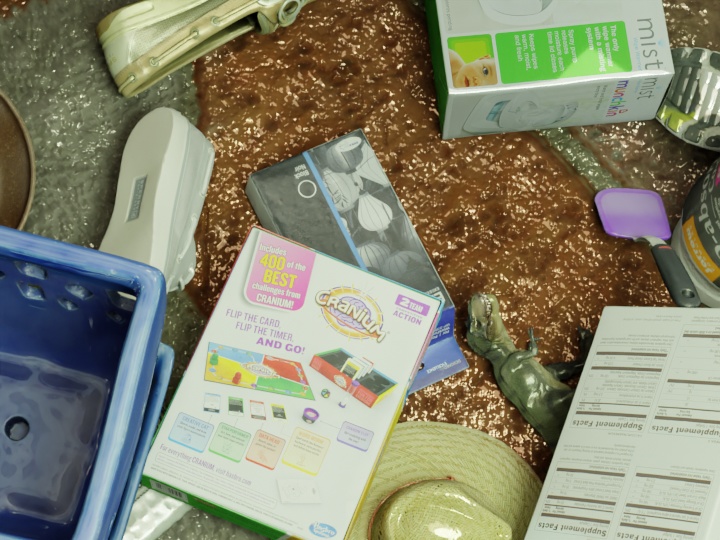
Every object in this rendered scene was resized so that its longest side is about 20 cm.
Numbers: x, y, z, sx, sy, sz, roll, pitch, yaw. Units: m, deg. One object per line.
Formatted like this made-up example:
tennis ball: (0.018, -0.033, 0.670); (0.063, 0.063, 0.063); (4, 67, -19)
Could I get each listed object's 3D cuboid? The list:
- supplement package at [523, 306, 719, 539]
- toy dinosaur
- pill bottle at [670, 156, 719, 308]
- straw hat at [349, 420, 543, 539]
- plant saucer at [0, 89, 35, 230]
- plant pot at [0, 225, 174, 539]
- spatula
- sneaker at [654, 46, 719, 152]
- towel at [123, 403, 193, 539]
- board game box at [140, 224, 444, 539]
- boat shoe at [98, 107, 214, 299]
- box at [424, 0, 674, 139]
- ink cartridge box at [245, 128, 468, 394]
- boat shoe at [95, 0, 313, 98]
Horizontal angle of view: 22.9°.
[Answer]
supplement package: (0.238, 0.148, 1.237); (0.152, 0.151, 0.200); (38, 65, -37)
toy dinosaur: (0.155, 0.095, 1.330); (0.088, 0.047, 0.200); (-30, 84, -14)
pill bottle: (0.306, -0.042, 1.314); (0.116, 0.200, 0.116); (3, 71, -9)
straw hat: (0.057, 0.189, 1.257); (0.201, 0.085, 0.201); (3, 71, -9)
plant saucer: (-0.339, -0.066, 1.298); (0.200, 0.037, 0.201); (3, 71, -9)
plant pot: (-0.231, 0.092, 1.147); (0.200, 0.180, 0.200); (12, 73, 6)
spatula: (0.219, -0.017, 1.323); (0.056, 0.200, 0.021); (4, 113, -8)
sneaker: (0.317, -0.115, 1.413); (0.200, 0.085, 0.075); (27, 95, 21)
towel: (-0.229, 0.139, 1.251); (0.200, 0.035, 0.193); (-38, 82, -18)
board game box: (-0.047, 0.086, 1.254); (0.153, 0.040, 0.200); (22, 71, 6)
boat shoe: (-0.150, -0.019, 1.302); (0.069, 0.072, 0.200); (31, 55, -41)
box: (0.140, -0.217, 1.390); (0.176, 0.097, 0.200); (-5, 73, -2)
ink cartridge box: (0.000, 0.000, 1.334); (0.099, 0.039, 0.200); (-25, 78, -17)
boat shoe: (-0.100, -0.192, 1.364); (0.201, 0.073, 0.063); (-20, 83, -12)
